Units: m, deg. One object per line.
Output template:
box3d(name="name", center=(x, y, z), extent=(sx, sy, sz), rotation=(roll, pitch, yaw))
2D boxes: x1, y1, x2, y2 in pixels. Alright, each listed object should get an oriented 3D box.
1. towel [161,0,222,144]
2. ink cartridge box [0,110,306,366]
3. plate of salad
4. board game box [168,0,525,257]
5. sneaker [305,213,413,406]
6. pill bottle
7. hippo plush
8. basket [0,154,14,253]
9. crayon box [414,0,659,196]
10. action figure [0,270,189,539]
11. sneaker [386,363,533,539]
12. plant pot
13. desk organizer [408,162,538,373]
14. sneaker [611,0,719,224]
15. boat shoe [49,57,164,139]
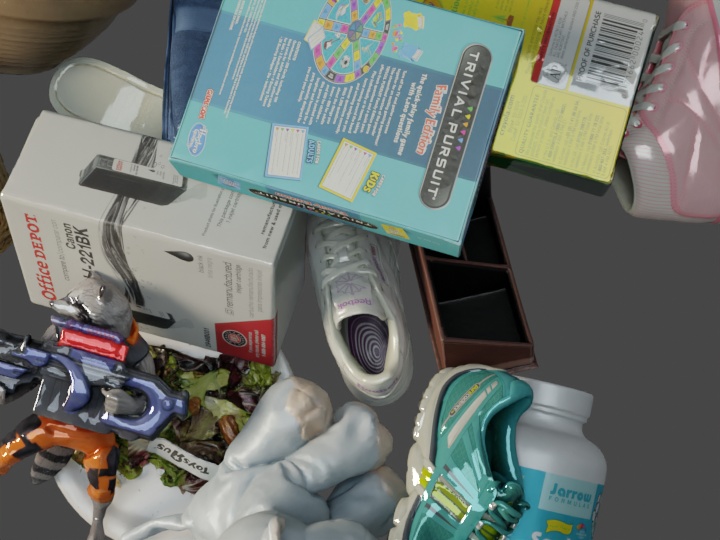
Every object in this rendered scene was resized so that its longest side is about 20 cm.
box3d(name="towel", center=(-0.090, -0.162, 0.985), extent=(0.111, 0.049, 0.200), rotation=(6, 53, -11))
box3d(name="ink cartridge box", center=(-0.145, -0.021, 0.950), extent=(0.199, 0.144, 0.084), rotation=(15, 58, 6))
box3d(name="plate of salad", center=(-0.145, 0.113, 0.995), extent=(0.199, 0.048, 0.201), rotation=(0, 83, 1))
box3d(name="board game box", center=(-0.008, -0.110, 0.873), extent=(0.200, 0.047, 0.151), rotation=(17, 81, 6))
box3d(name="sneaker", center=(0.000, 0.000, 0.979), extent=(0.075, 0.100, 0.201), rotation=(-16, 82, 2))
box3d(name="pill bottle", center=(0.114, 0.180, 0.949), extent=(0.110, 0.111, 0.201), rotation=(13, 84, 3))
box3d(name="hippo plush", center=(-0.051, 0.167, 0.895), extent=(0.199, 0.161, 0.160), rotation=(15, 99, -11))
box3d(name="basket", center=(-0.360, -0.090, 0.972), extent=(0.142, 0.149, 0.200), rotation=(-28, 84, -2))
box3d(name="crayon box", center=(0.094, -0.142, 0.921), extent=(0.200, 0.051, 0.127), rotation=(17, 84, 5))
box3d(name="action figure", center=(-0.226, 0.085, 0.931), extent=(0.200, 0.105, 0.194), rotation=(25, 104, -6))
box3d(name="sneaker", center=(0.070, 0.161, 0.872), extent=(0.079, 0.077, 0.201), rotation=(2, 77, 34))
box3d(name="plant pot", center=(-0.269, -0.211, 0.987), extent=(0.200, 0.201, 0.093), rotation=(20, 118, 3))
box3d(name="desk organizer", center=(0.072, -0.025, 0.957), extent=(0.072, 0.077, 0.200), rotation=(-12, 62, 0))
box3d(name="sneaker", center=(0.231, -0.133, 0.999), extent=(0.104, 0.075, 0.201), rotation=(-3, 88, -4))
box3d(name="boat shoe", center=(-0.147, -0.098, 1.012), extent=(0.200, 0.062, 0.075), rotation=(24, 86, 6))
